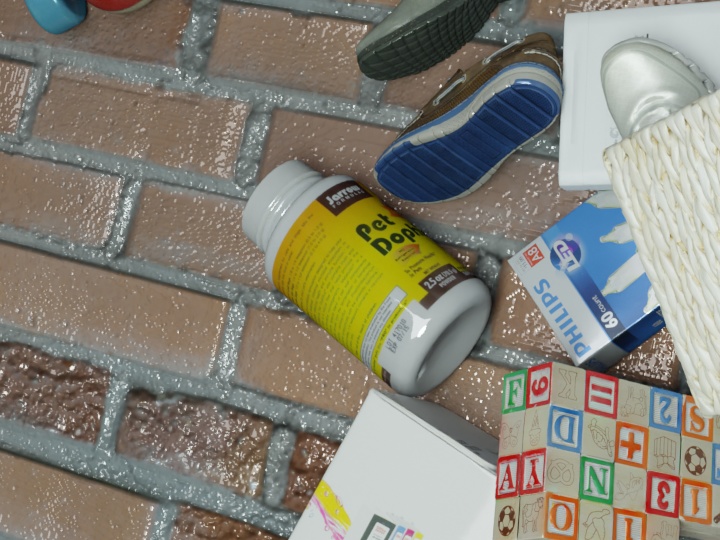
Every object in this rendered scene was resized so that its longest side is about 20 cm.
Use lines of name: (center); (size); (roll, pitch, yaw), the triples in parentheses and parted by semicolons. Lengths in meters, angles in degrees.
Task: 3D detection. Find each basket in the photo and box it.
basket: (0.282, -0.036, 0.923); (0.160, 0.197, 0.202); (-20, 93, 58)

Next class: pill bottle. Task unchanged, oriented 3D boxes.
pill bottle: (0.000, 0.000, 1.193); (0.200, 0.109, 0.110); (39, 98, 23)

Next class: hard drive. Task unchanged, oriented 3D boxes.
hard drive: (0.244, -0.127, 1.090); (0.198, 0.027, 0.134); (-1, 80, 25)

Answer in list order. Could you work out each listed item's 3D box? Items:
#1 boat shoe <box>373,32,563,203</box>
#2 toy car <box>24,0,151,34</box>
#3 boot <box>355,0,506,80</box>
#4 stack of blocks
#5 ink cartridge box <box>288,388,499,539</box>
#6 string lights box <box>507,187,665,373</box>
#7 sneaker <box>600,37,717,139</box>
boat shoe: (0.088, -0.117, 1.180); (0.199, 0.072, 0.073); (-28, 36, 44)
toy car: (-0.253, -0.328, 1.301); (0.183, 0.200, 0.179); (-22, 74, 18)
boot: (0.061, -0.255, 1.237); (0.199, 0.068, 0.131); (-35, 66, 7)
stack of blocks: (0.190, 0.142, 1.037); (0.058, 0.198, 0.117); (-22, 58, 57)
ink cartridge box: (0.041, 0.213, 1.124); (0.144, 0.147, 0.201); (31, 95, 24)
string lights box: (0.222, -0.022, 1.127); (0.199, 0.059, 0.103); (-38, 67, 13)
sneaker: (0.224, -0.068, 1.030); (0.075, 0.081, 0.201); (-31, 88, 29)
